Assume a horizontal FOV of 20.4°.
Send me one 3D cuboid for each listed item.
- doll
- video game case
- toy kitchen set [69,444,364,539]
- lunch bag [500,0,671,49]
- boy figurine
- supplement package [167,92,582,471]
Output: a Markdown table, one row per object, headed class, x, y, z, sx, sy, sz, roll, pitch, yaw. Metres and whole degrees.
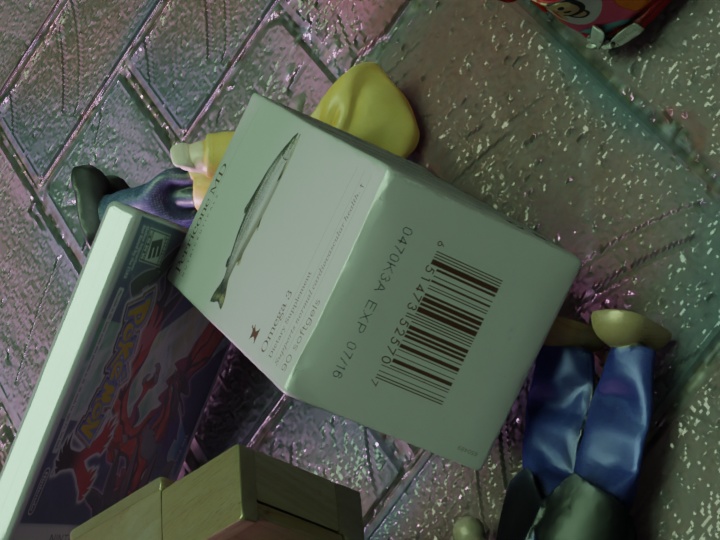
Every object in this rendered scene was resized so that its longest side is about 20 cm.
| class | x | y | z | sx | sy | sz | roll | pitch | yaw |
| --- | --- | --- | --- | --- | --- | --- | --- | --- | --- |
| doll | 0.091 | 0.121 | 0.937 | 0.136 | 0.048 | 0.201 | -5 | 66 | 47 |
| video game case | -0.129 | 0.071 | 1.110 | 0.023 | 0.182 | 0.201 | 21 | 89 | 20 |
| toy kitchen set | -0.061 | 0.219 | 0.963 | 0.200 | 0.163 | 0.181 | -33 | 47 | 34 |
| lunch bag | 0.108 | -0.214 | 1.042 | 0.176 | 0.082 | 0.200 | -51 | 43 | 19 |
| boy figurine | -0.065 | -0.060 | 1.137 | 0.199 | 0.124 | 0.065 | -21 | 76 | 18 |
| supplement package | 0.000 | 0.000 | 1.006 | 0.117 | 0.117 | 0.200 | -65 | 25 | 4 |
